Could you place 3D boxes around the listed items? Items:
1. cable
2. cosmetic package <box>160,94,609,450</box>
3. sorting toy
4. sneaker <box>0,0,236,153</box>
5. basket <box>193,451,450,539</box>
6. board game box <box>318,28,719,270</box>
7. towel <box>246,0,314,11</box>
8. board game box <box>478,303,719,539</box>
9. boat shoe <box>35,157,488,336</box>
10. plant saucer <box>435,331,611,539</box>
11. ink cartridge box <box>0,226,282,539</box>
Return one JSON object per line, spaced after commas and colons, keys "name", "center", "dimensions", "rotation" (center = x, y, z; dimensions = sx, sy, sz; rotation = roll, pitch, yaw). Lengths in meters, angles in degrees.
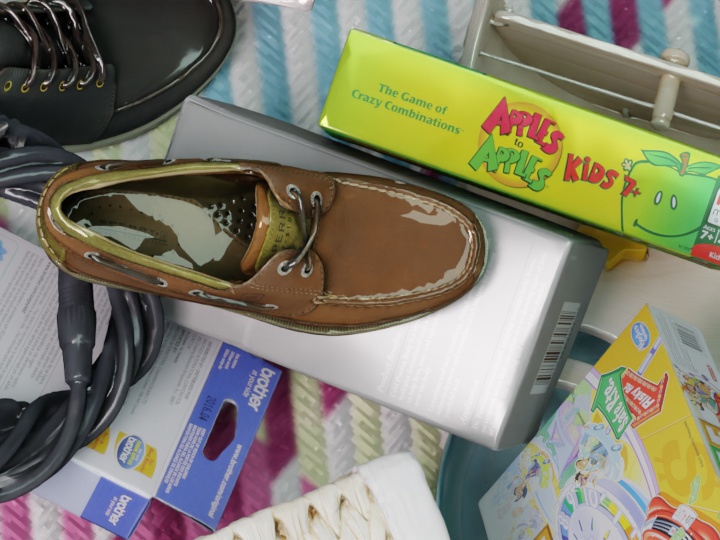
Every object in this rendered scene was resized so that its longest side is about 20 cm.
{"name": "cable", "center": [-0.179, 0.024, 1.148], "dimensions": [0.163, 0.051, 0.200], "rotation": [47, 57, -12]}
{"name": "cosmetic package", "center": [0.000, 0.000, 1.225], "dimensions": [0.199, 0.090, 0.107], "rotation": [23, 96, 17]}
{"name": "sorting toy", "center": [0.125, -0.019, 1.285], "dimensions": [0.199, 0.107, 0.181], "rotation": [18, 73, 1]}
{"name": "sneaker", "center": [-0.144, -0.101, 1.253], "dimensions": [0.199, 0.106, 0.075], "rotation": [-23, 81, -17]}
{"name": "basket", "center": [-0.027, 0.205, 1.151], "dimensions": [0.160, 0.200, 0.199], "rotation": [-20, 83, -15]}
{"name": "board game box", "center": [0.083, -0.053, 1.200], "dimensions": [0.199, 0.102, 0.048], "rotation": [19, 91, 1]}
{"name": "towel", "center": [-0.096, -0.237, 1.250], "dimensions": [0.190, 0.032, 0.201], "rotation": [11, 98, -1]}
{"name": "board game box", "center": [0.120, 0.127, 1.135], "dimensions": [0.034, 0.135, 0.200], "rotation": [24, 28, -26]}
{"name": "boat shoe", "center": [-0.040, -0.011, 1.130], "dimensions": [0.199, 0.068, 0.072], "rotation": [1, 84, -7]}
{"name": "plant saucer", "center": [0.131, 0.122, 1.298], "dimensions": [0.199, 0.027, 0.201], "rotation": [3, 76, -12]}
{"name": "ink cartridge box", "center": [-0.145, 0.048, 1.223], "dimensions": [0.199, 0.042, 0.120], "rotation": [25, 40, -3]}
